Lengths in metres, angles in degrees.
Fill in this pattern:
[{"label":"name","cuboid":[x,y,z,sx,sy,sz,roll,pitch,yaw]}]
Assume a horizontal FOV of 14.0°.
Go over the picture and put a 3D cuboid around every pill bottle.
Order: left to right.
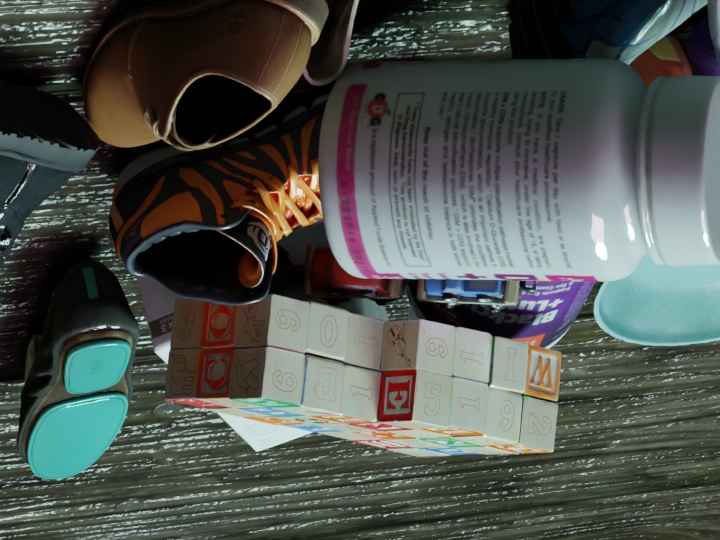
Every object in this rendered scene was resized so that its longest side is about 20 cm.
[{"label":"pill bottle","cuboid":[0.087,-0.014,1.721,0.111,0.112,0.200,-8,154,-16]},{"label":"pill bottle","cuboid":[0.088,-0.051,1.497,0.199,0.114,0.113,1,160,19]}]

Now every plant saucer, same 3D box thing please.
[{"label":"plant saucer","cuboid":[0.232,-0.016,1.774,0.199,0.036,0.200,-12,154,-6]}]

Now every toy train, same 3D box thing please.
[{"label":"toy train","cuboid":[0.000,0.000,1.628,0.199,0.034,0.046,2,165,18]}]

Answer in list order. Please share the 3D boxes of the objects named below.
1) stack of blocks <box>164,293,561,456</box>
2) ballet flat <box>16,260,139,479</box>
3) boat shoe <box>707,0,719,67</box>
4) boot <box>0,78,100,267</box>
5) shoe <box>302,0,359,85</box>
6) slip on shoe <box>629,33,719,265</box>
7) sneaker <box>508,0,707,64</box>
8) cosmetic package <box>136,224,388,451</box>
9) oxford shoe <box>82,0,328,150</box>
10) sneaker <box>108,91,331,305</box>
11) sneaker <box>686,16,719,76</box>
[{"label":"stack of blocks","cuboid":[0.003,0.060,1.646,0.199,0.059,0.115,15,167,-40]},{"label":"ballet flat","cuboid":[-0.169,0.055,1.764,0.068,0.069,0.200,-5,153,-20]},{"label":"boat shoe","cuboid":[0.226,-0.106,1.524,0.072,0.071,0.200,-25,127,7]},{"label":"boot","cuboid":[-0.247,-0.014,1.499,0.164,0.066,0.200,20,118,-46]},{"label":"shoe","cuboid":[-0.016,-0.159,1.428,0.070,0.054,0.200,-10,155,-11]},{"label":"slip on shoe","cuboid":[0.197,-0.054,1.629,0.061,0.074,0.200,-42,120,-5]},{"label":"sneaker","cuboid":[0.155,-0.149,1.536,0.086,0.075,0.200,-3,153,-37]},{"label":"cosmetic package","cuboid":[-0.053,0.030,1.770,0.112,0.082,0.200,-19,154,7]},{"label":"oxford shoe","cuboid":[-0.092,-0.090,1.466,0.071,0.072,0.200,27,156,-22]},{"label":"sneaker","cuboid":[-0.038,-0.032,1.591,0.199,0.112,0.078,-18,119,4]},{"label":"sneaker","cuboid":[0.253,-0.156,1.578,0.200,0.081,0.089,-16,124,42]}]
